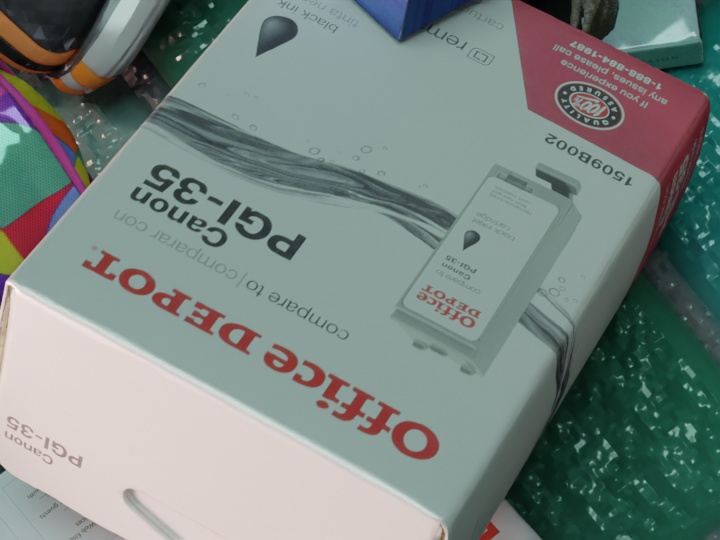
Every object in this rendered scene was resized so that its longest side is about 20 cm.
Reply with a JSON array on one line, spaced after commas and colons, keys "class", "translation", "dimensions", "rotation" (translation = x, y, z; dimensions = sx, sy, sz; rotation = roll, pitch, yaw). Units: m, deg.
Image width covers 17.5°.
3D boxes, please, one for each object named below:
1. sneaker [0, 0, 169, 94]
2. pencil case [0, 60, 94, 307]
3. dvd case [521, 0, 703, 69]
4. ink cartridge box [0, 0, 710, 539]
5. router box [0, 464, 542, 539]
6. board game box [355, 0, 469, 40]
[{"class": "sneaker", "translation": [-0.096, -0.172, 0.831], "dimensions": [0.077, 0.112, 0.201], "rotation": [-3, 59, 57]}, {"class": "pencil case", "translation": [-0.176, 0.013, 0.779], "dimensions": [0.200, 0.088, 0.088], "rotation": [-37, 66, 0]}, {"class": "dvd case", "translation": [0.042, -0.158, 0.854], "dimensions": [0.145, 0.022, 0.201], "rotation": [-7, 67, 9]}, {"class": "ink cartridge box", "translation": [0.000, 0.000, 0.716], "dimensions": [0.146, 0.083, 0.200], "rotation": [28, 50, 9]}, {"class": "router box", "translation": [-0.065, 0.101, 0.738], "dimensions": [0.200, 0.049, 0.180], "rotation": [-36, 66, -17]}, {"class": "board game box", "translation": [0.023, -0.189, 0.794], "dimensions": [0.200, 0.043, 0.199], "rotation": [-31, 63, -29]}]
